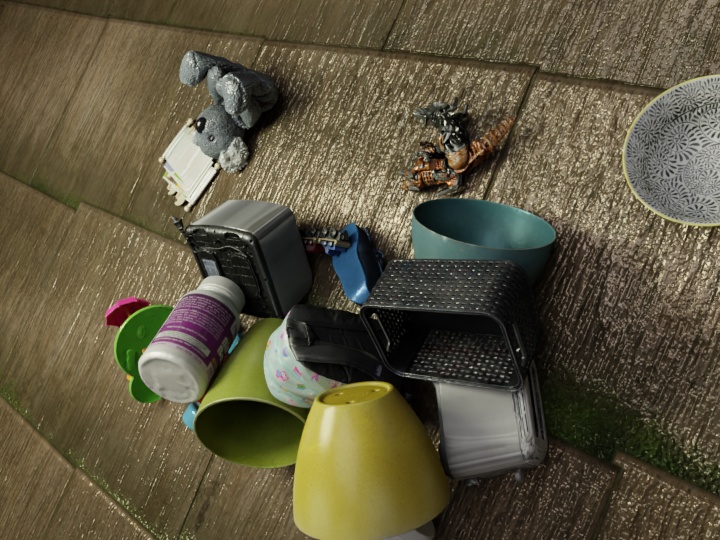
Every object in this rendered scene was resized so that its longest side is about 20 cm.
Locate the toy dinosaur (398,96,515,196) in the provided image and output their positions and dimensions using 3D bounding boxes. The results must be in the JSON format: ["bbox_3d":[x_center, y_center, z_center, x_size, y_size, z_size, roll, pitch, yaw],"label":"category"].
[{"bbox_3d":[0.152,-0.199,1.040,0.198,0.102,0.137,-18,79,6],"label":"toy dinosaur"}]

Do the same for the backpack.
[{"bbox_3d":[-0.036,0.132,0.918,0.127,0.199,0.168,-55,33,34],"label":"backpack"}]

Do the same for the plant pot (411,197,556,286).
[{"bbox_3d":[0.163,-0.008,0.908,0.199,0.199,0.136,25,120,35],"label":"plant pot"}]

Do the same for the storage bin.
[{"bbox_3d":[0.116,0.065,0.813,0.199,0.136,0.094,1,42,35],"label":"storage bin"}]

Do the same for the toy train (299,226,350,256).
[{"bbox_3d":[-0.079,-0.052,1.113,0.199,0.034,0.046,7,87,56],"label":"toy train"}]

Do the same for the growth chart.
[{"bbox_3d":[-0.385,-0.233,1.412,0.145,0.018,0.200,-46,56,11],"label":"growth chart"}]

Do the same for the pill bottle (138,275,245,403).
[{"bbox_3d":[-0.260,0.103,1.021,0.111,0.113,0.201,-13,34,27],"label":"pill bottle"}]

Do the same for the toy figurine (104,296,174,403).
[{"bbox_3d":[-0.446,0.136,1.281,0.184,0.149,0.202,25,112,49],"label":"toy figurine"}]

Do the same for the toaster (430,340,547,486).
[{"bbox_3d":[0.175,0.184,0.866,0.128,0.114,0.202,-13,65,23],"label":"toaster"}]

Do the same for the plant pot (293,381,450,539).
[{"bbox_3d":[0.004,0.221,0.797,0.198,0.200,0.143,-6,94,30],"label":"plant pot"}]

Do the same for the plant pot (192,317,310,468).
[{"bbox_3d":[-0.153,0.180,1.031,0.186,0.187,0.201,-22,37,24],"label":"plant pot"}]

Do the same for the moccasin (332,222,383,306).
[{"bbox_3d":[0.000,0.000,1.057,0.080,0.068,0.201,-45,32,27],"label":"moccasin"}]

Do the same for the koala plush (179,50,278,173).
[{"bbox_3d":[-0.273,-0.315,1.306,0.177,0.183,0.201,34,114,23],"label":"koala plush"}]

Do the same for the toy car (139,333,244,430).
[{"bbox_3d":[-0.312,0.162,1.119,0.177,0.200,0.185,38,94,35],"label":"toy car"}]

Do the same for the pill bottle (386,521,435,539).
[{"bbox_3d":[0.005,0.405,0.891,0.200,0.116,0.116,-49,56,7],"label":"pill bottle"}]

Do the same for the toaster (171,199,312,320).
[{"bbox_3d":[-0.201,-0.027,1.121,0.180,0.201,0.119,7,37,34],"label":"toaster"}]

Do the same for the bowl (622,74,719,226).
[{"bbox_3d":[0.448,-0.136,0.814,0.199,0.094,0.203,-11,68,29],"label":"bowl"}]
